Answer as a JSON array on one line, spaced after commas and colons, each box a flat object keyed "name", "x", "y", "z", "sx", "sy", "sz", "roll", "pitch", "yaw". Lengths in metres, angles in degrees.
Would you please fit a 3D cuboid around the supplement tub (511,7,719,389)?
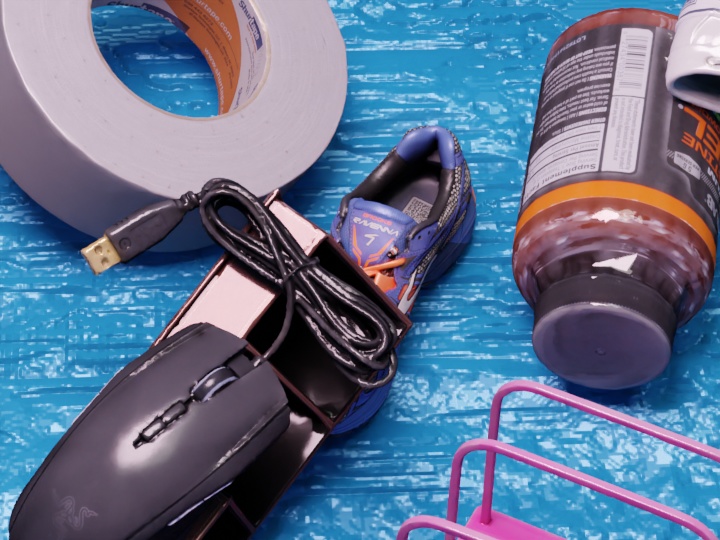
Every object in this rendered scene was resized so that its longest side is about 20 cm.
[{"name": "supplement tub", "x": 0.138, "y": -0.036, "z": 1.078, "sx": 0.107, "sy": 0.107, "sz": 0.200, "roll": 9, "pitch": 53, "yaw": 4}]

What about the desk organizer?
[{"name": "desk organizer", "x": -0.066, "y": 0.070, "z": 0.967, "sx": 0.077, "sy": 0.072, "sz": 0.200, "roll": 34, "pitch": 78, "yaw": 18}]

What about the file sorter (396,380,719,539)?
[{"name": "file sorter", "x": 0.075, "y": 0.164, "z": 0.887, "sx": 0.139, "sy": 0.125, "sz": 0.200, "roll": 20, "pitch": 47, "yaw": 18}]

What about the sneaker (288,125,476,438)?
[{"name": "sneaker", "x": 0.000, "y": 0.000, "z": 1.058, "sx": 0.075, "sy": 0.078, "sz": 0.200, "roll": 19, "pitch": 56, "yaw": 13}]

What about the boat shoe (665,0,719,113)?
[{"name": "boat shoe", "x": 0.253, "y": -0.081, "z": 1.053, "sx": 0.200, "sy": 0.074, "sz": 0.065, "roll": 19, "pitch": 64, "yaw": 7}]

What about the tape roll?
[{"name": "tape roll", "x": -0.109, "y": -0.114, "z": 1.097, "sx": 0.200, "sy": 0.066, "sz": 0.200, "roll": 13, "pitch": 62, "yaw": -25}]

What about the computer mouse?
[{"name": "computer mouse", "x": -0.095, "y": 0.045, "z": 0.917, "sx": 0.200, "sy": 0.046, "sz": 0.140, "roll": -39, "pitch": 73, "yaw": -7}]
